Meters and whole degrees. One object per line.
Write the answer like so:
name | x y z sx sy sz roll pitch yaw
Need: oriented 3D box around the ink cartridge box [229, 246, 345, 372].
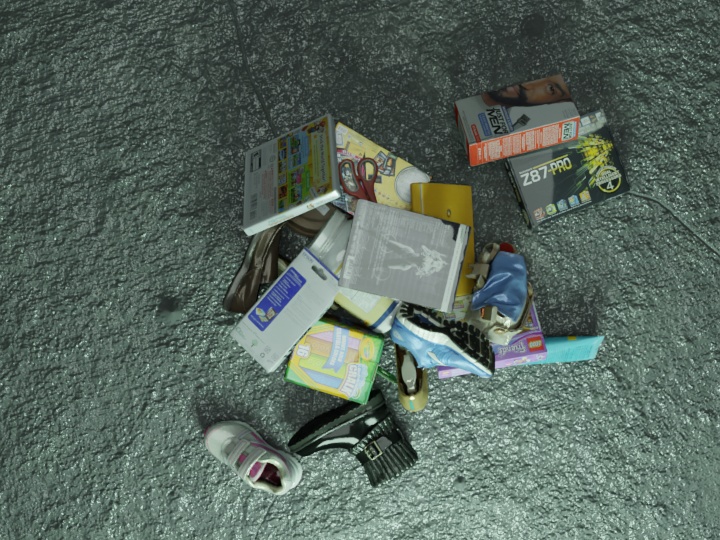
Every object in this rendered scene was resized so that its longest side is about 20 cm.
ink cartridge box | -0.122 0.067 1.329 0.099 0.039 0.200 43 94 9

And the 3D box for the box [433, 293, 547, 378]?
box | 0.225 0.110 1.417 0.197 0.039 0.138 -10 62 2

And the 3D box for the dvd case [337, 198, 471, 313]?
dvd case | 0.074 -0.024 1.300 0.198 0.016 0.151 13 89 -4

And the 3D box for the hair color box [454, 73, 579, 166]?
hair color box | 0.278 -0.270 1.396 0.198 0.064 0.112 -14 57 2

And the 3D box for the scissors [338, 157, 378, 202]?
scissors | 0.017 -0.108 1.371 0.072 0.014 0.202 -16 80 -6

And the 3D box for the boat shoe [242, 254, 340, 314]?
boat shoe | -0.130 0.025 1.432 0.200 0.072 0.066 36 97 4

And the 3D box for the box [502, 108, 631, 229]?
box | 0.376 -0.186 1.434 0.198 0.049 0.163 -20 88 0

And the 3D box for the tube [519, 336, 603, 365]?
tube | 0.344 0.148 1.441 0.197 0.078 0.051 -3 59 1

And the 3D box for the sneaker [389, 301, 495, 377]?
sneaker | 0.140 0.130 1.332 0.198 0.079 0.090 28 129 -4

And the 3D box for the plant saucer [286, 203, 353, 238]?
plant saucer | -0.075 -0.160 1.443 0.197 0.029 0.203 0 93 -1

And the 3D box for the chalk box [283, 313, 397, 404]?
chalk box | -0.025 0.158 1.407 0.198 0.124 0.125 16 92 -2

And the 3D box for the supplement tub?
supplement tub | 0.000 0.000 1.384 0.199 0.144 0.145 37 91 -6

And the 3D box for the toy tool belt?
toy tool belt | 0.246 0.020 1.368 0.123 0.123 0.202 10 65 11

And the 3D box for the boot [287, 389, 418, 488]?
boot | -0.014 0.333 1.436 0.209 0.079 0.159 -26 96 5

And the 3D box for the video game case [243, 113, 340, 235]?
video game case | -0.122 -0.169 1.359 0.180 0.202 0.023 -21 137 17

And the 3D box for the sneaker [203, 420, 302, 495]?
sneaker | -0.199 0.344 1.429 0.198 0.088 0.082 27 92 -1

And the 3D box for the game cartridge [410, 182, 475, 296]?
game cartridge | 0.148 -0.053 1.387 0.032 0.175 0.203 0 93 37

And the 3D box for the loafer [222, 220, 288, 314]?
loafer | -0.172 -0.009 1.375 0.070 0.073 0.202 26 97 -1

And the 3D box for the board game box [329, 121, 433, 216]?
board game box | 0.013 -0.160 1.412 0.199 0.035 0.136 30 91 -2

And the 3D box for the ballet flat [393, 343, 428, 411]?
ballet flat | 0.091 0.147 1.383 0.068 0.063 0.202 -11 60 10
